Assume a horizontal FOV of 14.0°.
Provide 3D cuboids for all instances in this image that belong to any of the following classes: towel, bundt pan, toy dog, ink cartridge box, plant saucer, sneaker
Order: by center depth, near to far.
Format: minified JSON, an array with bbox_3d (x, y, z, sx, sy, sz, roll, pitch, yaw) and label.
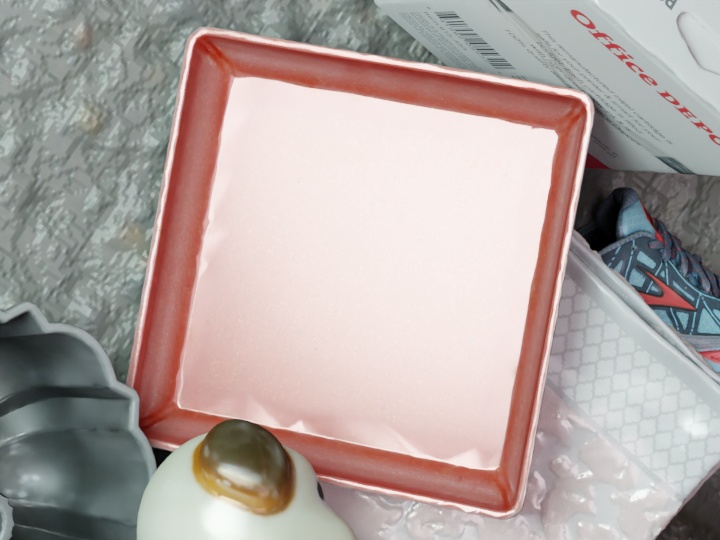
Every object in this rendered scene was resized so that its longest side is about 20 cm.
[{"bbox_3d":[-0.079,0.167,1.309,0.193,0.140,0.200,26,65,12],"label":"toy dog"},{"bbox_3d":[-0.191,0.110,1.327,0.201,0.076,0.203,-6,98,-42],"label":"bundt pan"},{"bbox_3d":[0.119,-0.118,1.359,0.145,0.200,0.085,38,77,-23],"label":"ink cartridge box"},{"bbox_3d":[0.000,0.000,1.376,0.199,0.037,0.201,11,91,13],"label":"plant saucer"},{"bbox_3d":[0.062,0.072,1.409,0.200,0.032,0.191,43,100,0],"label":"towel"},{"bbox_3d":[0.145,0.008,1.463,0.199,0.079,0.096,3,96,-22],"label":"sneaker"}]
